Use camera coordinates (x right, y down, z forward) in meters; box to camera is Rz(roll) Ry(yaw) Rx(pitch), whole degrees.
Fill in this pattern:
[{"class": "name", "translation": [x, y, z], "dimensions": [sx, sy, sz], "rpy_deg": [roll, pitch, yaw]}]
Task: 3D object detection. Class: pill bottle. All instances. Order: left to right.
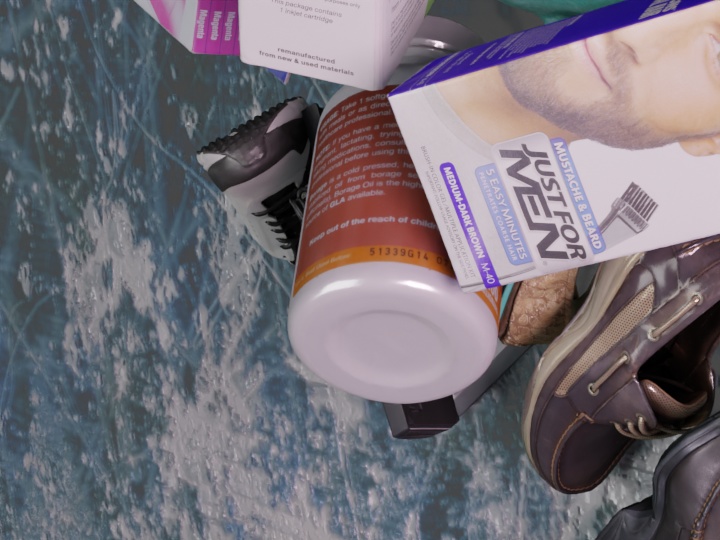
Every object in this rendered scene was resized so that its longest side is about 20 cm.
[{"class": "pill bottle", "translation": [0.026, -0.038, 1.228], "dimensions": [0.112, 0.112, 0.201], "rpy_deg": [126, 158, -50]}]

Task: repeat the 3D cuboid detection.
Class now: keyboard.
[{"class": "keyboard", "translation": [0.000, 0.000, 1.301], "dimensions": [0.021, 0.127, 0.201], "rpy_deg": [-22, 76, 25]}]

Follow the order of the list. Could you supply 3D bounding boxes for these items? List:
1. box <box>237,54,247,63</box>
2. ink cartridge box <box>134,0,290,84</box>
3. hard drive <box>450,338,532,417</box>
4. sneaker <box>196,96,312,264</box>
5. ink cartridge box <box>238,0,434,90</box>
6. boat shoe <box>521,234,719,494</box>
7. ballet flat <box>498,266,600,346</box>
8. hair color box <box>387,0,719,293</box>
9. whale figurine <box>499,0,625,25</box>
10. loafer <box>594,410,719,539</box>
[{"class": "box", "translation": [-0.044, -0.245, 1.371], "dimensions": [0.124, 0.097, 0.201], "rpy_deg": [44, 134, 44]}, {"class": "ink cartridge box", "translation": [-0.094, -0.236, 1.323], "dimensions": [0.200, 0.043, 0.197], "rpy_deg": [42, 132, 48]}, {"class": "hard drive", "translation": [0.041, -0.025, 1.362], "dimensions": [0.132, 0.027, 0.201], "rpy_deg": [-50, 56, 51]}, {"class": "sneaker", "translation": [-0.046, -0.051, 1.379], "dimensions": [0.080, 0.073, 0.200], "rpy_deg": [64, -176, 7]}, {"class": "ink cartridge box", "translation": [-0.002, -0.219, 1.155], "dimensions": [0.084, 0.146, 0.201], "rpy_deg": [13, 132, 14]}, {"class": "boat shoe", "translation": [0.143, 0.054, 1.173], "dimensions": [0.073, 0.074, 0.201], "rpy_deg": [56, 142, 35]}, {"class": "ballet flat", "translation": [0.118, -0.034, 1.197], "dimensions": [0.201, 0.065, 0.071], "rpy_deg": [105, 172, -48]}, {"class": "hair color box", "translation": [0.124, -0.067, 1.076], "dimensions": [0.199, 0.065, 0.110], "rpy_deg": [-15, 105, 29]}, {"class": "whale figurine", "translation": [0.115, -0.170, 1.126], "dimensions": [0.200, 0.103, 0.160], "rpy_deg": [48, 136, 40]}, {"class": "loafer", "translation": [0.185, 0.121, 1.136], "dimensions": [0.072, 0.073, 0.200], "rpy_deg": [56, 151, 21]}]
